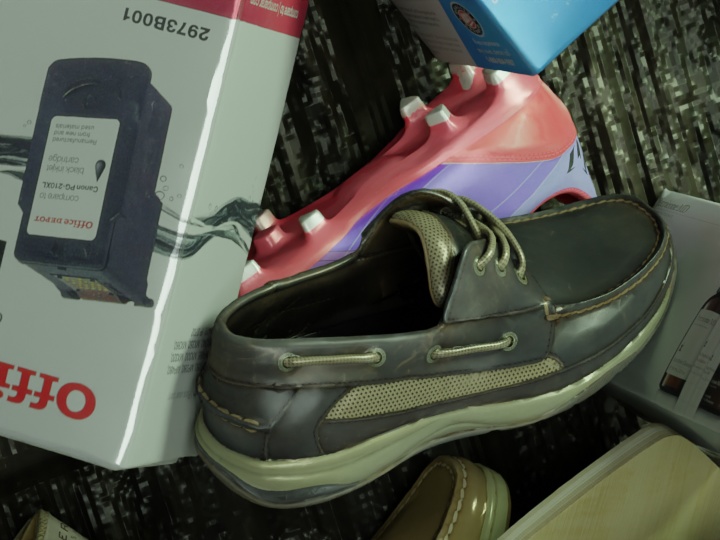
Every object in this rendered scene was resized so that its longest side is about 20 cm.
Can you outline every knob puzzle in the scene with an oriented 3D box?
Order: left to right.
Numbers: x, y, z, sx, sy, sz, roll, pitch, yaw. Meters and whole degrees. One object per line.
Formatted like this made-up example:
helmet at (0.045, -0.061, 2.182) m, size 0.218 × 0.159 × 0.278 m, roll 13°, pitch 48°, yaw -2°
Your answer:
knob puzzle at (0.079, 0.145, 1.010) m, size 0.219 × 0.030 × 0.221 m, roll -21°, pitch 127°, yaw -31°

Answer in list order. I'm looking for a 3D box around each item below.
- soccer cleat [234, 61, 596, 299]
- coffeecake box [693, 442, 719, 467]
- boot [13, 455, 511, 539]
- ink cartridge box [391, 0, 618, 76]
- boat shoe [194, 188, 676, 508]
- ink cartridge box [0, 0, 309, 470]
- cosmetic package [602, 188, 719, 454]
soccer cleat at (0.000, 0.000, 1.002) m, size 0.200 × 0.067 × 0.077 m, roll -39°, pitch 110°, yaw -11°
coffeecake box at (0.253, 0.044, 1.070) m, size 0.153 × 0.073 × 0.200 m, roll 42°, pitch 85°, yaw -15°
boot at (-0.051, 0.125, 1.000) m, size 0.155 × 0.073 × 0.200 m, roll 36°, pitch 90°, yaw -15°
ink cartridge box at (0.007, -0.168, 0.953) m, size 0.068 × 0.116 × 0.200 m, roll -42°, pitch 106°, yaw -8°
boat shoe at (0.032, 0.014, 0.943) m, size 0.199 × 0.074 × 0.074 m, roll -26°, pitch 134°, yaw -28°
ink cartridge box at (-0.109, -0.045, 0.926) m, size 0.144 × 0.084 × 0.201 m, roll 15°, pitch 94°, yaw 13°
cosmetic package at (0.141, 0.024, 0.971) m, size 0.051 × 0.200 × 0.083 m, roll 36°, pitch 86°, yaw -17°
